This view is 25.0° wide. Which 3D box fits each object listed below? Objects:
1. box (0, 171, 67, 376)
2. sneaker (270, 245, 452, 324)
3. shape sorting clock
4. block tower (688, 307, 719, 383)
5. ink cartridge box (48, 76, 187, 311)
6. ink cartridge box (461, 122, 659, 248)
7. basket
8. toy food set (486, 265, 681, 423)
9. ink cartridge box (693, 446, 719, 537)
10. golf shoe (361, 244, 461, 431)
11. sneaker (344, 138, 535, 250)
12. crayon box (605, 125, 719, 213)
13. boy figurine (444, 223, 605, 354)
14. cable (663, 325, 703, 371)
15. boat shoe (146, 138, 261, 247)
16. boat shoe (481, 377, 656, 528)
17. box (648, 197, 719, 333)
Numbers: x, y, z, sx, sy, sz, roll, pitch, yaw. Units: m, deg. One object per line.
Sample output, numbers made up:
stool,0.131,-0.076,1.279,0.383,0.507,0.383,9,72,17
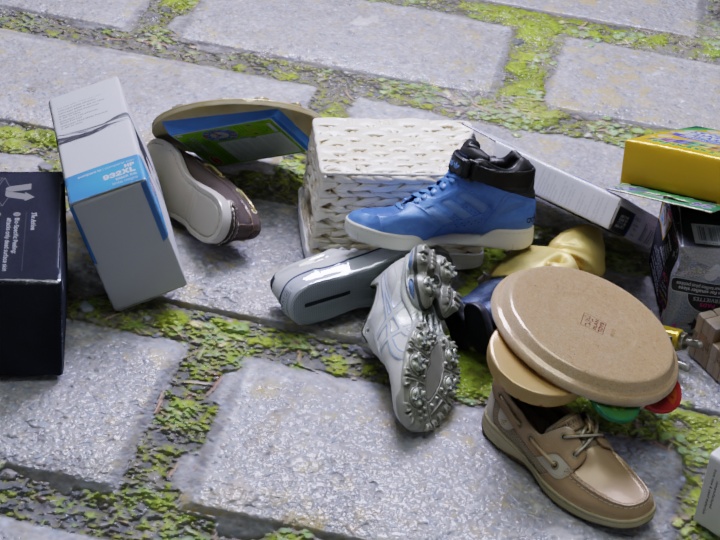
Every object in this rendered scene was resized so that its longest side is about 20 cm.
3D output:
box,-0.386,0.001,1.578,0.198,0.118,0.197,-1,35,-8
sneaker,0.000,0.000,1.684,0.198,0.074,0.071,-10,33,-26
shape sorting clock,-0.135,-0.161,1.819,0.198,0.200,0.040,-2,76,-12
block tower,0.408,0.113,1.602,0.054,0.058,0.200,-13,40,-24
ink cartridge box,-0.252,-0.082,1.676,0.083,0.146,0.201,-20,40,-2
ink cartridge box,0.218,-0.091,1.782,0.199,0.047,0.197,26,6,23
basket,0.036,-0.087,1.769,0.198,0.124,0.136,1,35,-8
toy food set,0.213,0.069,1.535,0.196,0.049,0.201,17,33,-9
ink cartridge box,0.421,0.213,1.433,0.199,0.085,0.145,31,41,33
golf shoe,0.044,0.076,1.589,0.097,0.078,0.201,-23,45,34
sneaker,0.084,-0.082,1.657,0.198,0.112,0.077,1,19,-6
crayon box,0.360,-0.109,1.698,0.125,0.052,0.199,16,19,35
boy figurine,0.174,0.012,1.674,0.199,0.065,0.124,-29,21,-32
cable,0.251,0.062,1.681,0.097,0.051,0.199,-32,36,-29
boat shoe,-0.179,-0.086,1.785,0.059,0.072,0.200,5,23,-38
boat shoe,0.188,0.162,1.485,0.071,0.065,0.199,-25,45,-37
box,0.419,-0.005,1.723,0.198,0.116,0.133,4,35,-1
